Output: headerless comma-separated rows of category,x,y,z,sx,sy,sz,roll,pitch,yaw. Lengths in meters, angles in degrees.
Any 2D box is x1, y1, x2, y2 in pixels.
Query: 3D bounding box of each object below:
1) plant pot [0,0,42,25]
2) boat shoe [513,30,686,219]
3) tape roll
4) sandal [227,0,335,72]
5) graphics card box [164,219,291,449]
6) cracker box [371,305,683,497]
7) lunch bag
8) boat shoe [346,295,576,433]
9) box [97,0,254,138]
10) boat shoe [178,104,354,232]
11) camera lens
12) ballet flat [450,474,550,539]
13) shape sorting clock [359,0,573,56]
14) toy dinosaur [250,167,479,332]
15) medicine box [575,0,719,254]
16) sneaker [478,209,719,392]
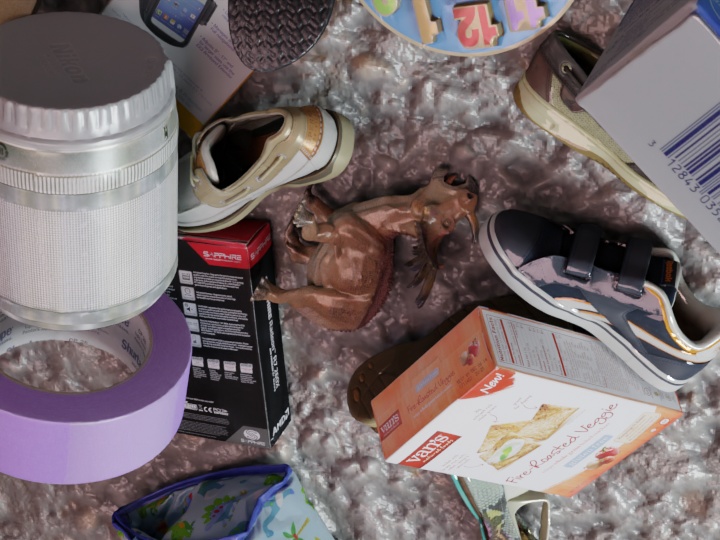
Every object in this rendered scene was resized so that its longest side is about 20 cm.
plant pot,-0.335,-0.243,1.253,0.198,0.188,0.188,24,127,-12
boat shoe,0.203,-0.099,1.161,0.200,0.072,0.066,30,131,9
tape roll,-0.234,0.075,1.311,0.198,0.200,0.066,20,126,10
sandal,-0.049,-0.238,1.169,0.074,0.045,0.203,6,91,0
graphics card box,-0.130,0.049,1.402,0.124,0.051,0.202,6,120,21
cracker box,0.126,0.104,1.255,0.199,0.058,0.134,15,136,-35
lunch bag,-0.118,0.276,1.495,0.199,0.128,0.171,-9,118,41
boat shoe,0.087,0.079,1.326,0.199,0.073,0.067,-24,141,24
box,-0.108,-0.206,1.250,0.119,0.042,0.200,44,123,-6
boat shoe,-0.098,-0.085,1.274,0.199,0.076,0.068,-22,153,39
camera lens,-0.215,-0.069,1.237,0.158,0.160,0.202,15,127,14
ballet flat,0.118,0.187,1.363,0.070,0.070,0.201,-16,131,7
shape sorting clock,0.067,-0.244,1.152,0.198,0.039,0.202,10,122,17
toy dinosaur,0.000,0.000,1.303,0.135,0.086,0.201,28,132,-3
medicine box,0.253,-0.112,1.052,0.182,0.200,0.103,45,128,-7
sneaker,0.185,0.005,1.228,0.199,0.079,0.079,33,132,-12
